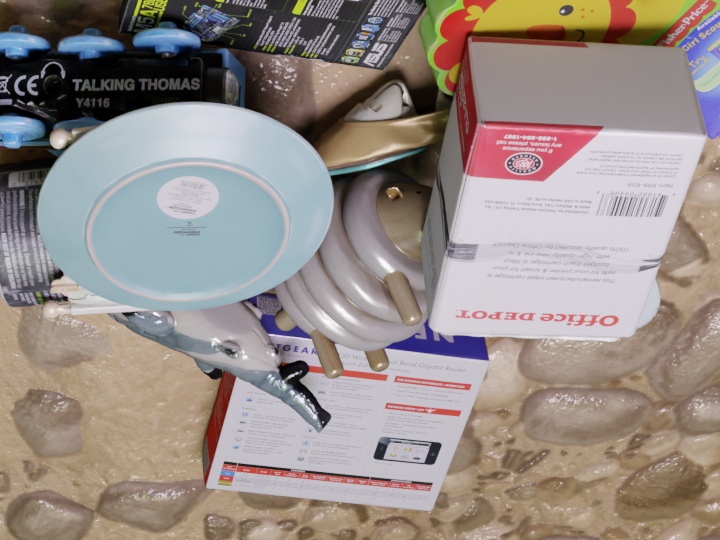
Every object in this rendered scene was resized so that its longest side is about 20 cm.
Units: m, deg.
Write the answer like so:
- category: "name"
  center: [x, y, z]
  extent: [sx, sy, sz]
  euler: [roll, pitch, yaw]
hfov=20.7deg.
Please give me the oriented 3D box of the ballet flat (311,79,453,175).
- category: "ballet flat"
  center: [0.050, -0.116, 1.423]
  extent: [0.199, 0.069, 0.063]
  euler: [-11, 104, 2]

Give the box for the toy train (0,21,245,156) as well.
- category: "toy train"
  center: [-0.175, -0.117, 1.352]
  extent: [0.199, 0.087, 0.114]
  euler: [0, 170, 10]

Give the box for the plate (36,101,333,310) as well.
- category: "plate"
  center: [-0.115, -0.032, 1.315]
  extent: [0.200, 0.026, 0.200]
  euler: [-5, 139, -4]

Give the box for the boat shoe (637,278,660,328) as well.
- category: "boat shoe"
  center: [0.158, -0.057, 1.412]
  extent: [0.071, 0.091, 0.201]
  euler: [-19, 116, 8]

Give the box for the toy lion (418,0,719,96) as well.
- category: "toy lion"
  center: [0.144, -0.170, 1.243]
  extent: [0.191, 0.069, 0.200]
  euler: [18, 132, -36]

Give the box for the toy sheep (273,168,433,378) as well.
- category: "toy sheep"
  center: [0.000, 0.000, 1.437]
  extent: [0.138, 0.138, 0.200]
  euler: [32, 133, -29]

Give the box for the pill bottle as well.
- category: "pill bottle"
  center: [-0.164, -0.035, 1.428]
  extent: [0.199, 0.106, 0.106]
  euler: [-6, 131, -2]

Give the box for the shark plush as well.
- category: "shark plush"
  center: [-0.106, 0.051, 1.511]
  extent: [0.200, 0.091, 0.083]
  euler: [25, 140, -9]

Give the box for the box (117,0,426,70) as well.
- category: "box"
  center: [-0.050, -0.197, 1.280]
  extent: [0.193, 0.048, 0.200]
  euler: [9, 161, -11]

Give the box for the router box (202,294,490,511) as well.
- category: "router box"
  center: [-0.014, 0.111, 1.609]
  extent: [0.199, 0.049, 0.180]
  euler: [8, 129, -13]

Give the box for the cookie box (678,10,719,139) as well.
- category: "cookie box"
  center: [0.241, -0.210, 1.335]
  extent: [0.171, 0.075, 0.200]
  euler: [-36, 126, 25]

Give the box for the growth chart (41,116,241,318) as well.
- category: "growth chart"
  center: [-0.144, -0.034, 1.339]
  extent: [0.144, 0.018, 0.200]
  euler: [-1, 138, -9]

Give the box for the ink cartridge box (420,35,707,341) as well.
- category: "ink cartridge box"
  center: [0.125, -0.049, 1.276]
  extent: [0.144, 0.084, 0.200]
  euler: [2, 139, -8]
